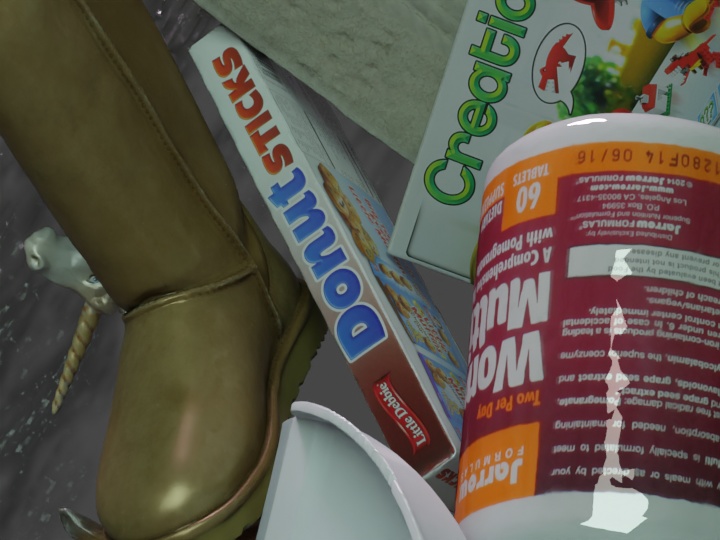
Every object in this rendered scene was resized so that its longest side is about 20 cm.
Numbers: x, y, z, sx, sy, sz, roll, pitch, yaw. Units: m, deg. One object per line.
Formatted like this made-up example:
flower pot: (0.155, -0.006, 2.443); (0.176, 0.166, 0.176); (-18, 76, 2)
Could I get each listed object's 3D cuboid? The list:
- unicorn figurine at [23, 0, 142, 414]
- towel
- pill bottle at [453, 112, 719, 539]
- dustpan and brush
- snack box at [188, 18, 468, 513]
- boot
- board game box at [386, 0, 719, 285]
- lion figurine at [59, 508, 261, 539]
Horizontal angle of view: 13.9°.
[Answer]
unicorn figurine: (-0.115, -0.072, 1.111); (0.074, 0.137, 0.201); (-23, 40, 35)
towel: (0.043, -0.100, 1.066); (0.200, 0.133, 0.035); (37, 26, -6)
pill bottle: (0.086, 0.060, 0.951); (0.109, 0.110, 0.201); (2, 65, 10)
dustpan and brush: (0.009, 0.117, 0.881); (0.199, 0.057, 0.140); (10, 85, 46)
snack box: (0.000, 0.000, 1.072); (0.024, 0.072, 0.201); (-34, 61, 13)
boot: (-0.092, -0.019, 1.005); (0.066, 0.201, 0.175); (-20, 25, 20)
board game box: (0.097, -0.074, 1.025); (0.126, 0.201, 0.035); (20, 29, 4)
lion figurine: (-0.021, 0.142, 0.999); (0.122, 0.072, 0.201); (-30, 69, 9)
